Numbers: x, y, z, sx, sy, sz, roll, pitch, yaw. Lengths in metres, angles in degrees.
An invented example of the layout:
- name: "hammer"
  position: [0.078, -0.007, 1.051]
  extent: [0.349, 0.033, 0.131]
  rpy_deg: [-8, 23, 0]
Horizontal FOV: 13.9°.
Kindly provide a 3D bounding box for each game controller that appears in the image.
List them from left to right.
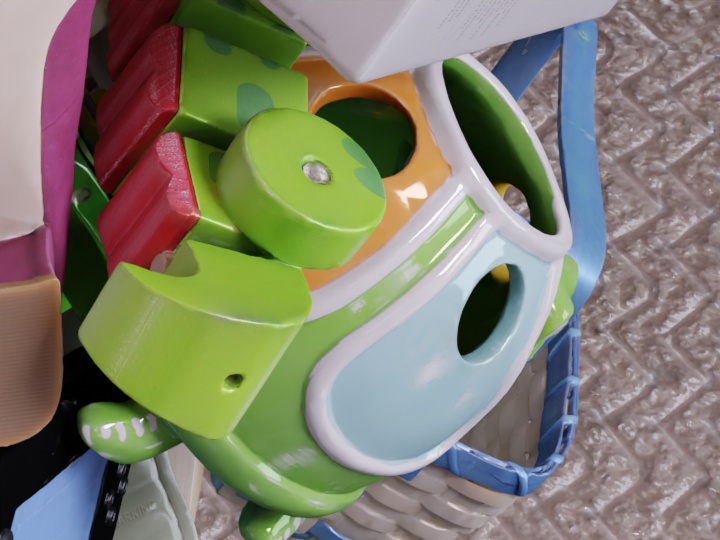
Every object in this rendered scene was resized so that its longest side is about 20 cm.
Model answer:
- name: "game controller"
  position: [-0.099, 0.084, 0.854]
  extent: [0.200, 0.042, 0.105]
  rpy_deg: [-41, 138, -76]

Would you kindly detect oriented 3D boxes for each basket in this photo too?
- name: "basket"
  position: [0.029, 0.010, 1.134]
  extent: [0.200, 0.139, 0.177]
  rpy_deg: [-47, -159, 30]

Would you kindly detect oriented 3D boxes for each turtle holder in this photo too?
- name: "turtle holder"
  position: [-0.001, 0.005, 0.886]
  extent: [0.186, 0.131, 0.141]
  rpy_deg: [47, 23, -35]

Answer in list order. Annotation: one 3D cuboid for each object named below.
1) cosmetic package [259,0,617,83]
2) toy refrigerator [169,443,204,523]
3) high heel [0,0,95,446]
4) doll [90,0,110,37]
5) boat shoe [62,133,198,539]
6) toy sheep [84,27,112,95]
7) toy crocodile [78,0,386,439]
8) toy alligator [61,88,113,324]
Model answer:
- name: "cosmetic package"
  position: [0.016, -0.111, 0.716]
  extent: [0.071, 0.101, 0.200]
  rpy_deg: [-53, 169, 20]
- name: "toy refrigerator"
  position: [-0.093, 0.047, 1.123]
  extent: [0.200, 0.075, 0.070]
  rpy_deg: [-87, -176, -70]
- name: "high heel"
  position: [-0.085, -0.067, 0.654]
  extent: [0.096, 0.067, 0.201]
  rpy_deg: [-125, -150, -61]
- name: "doll"
  position: [-0.076, -0.146, 0.844]
  extent: [0.137, 0.048, 0.201]
  rpy_deg: [-57, 164, -45]
- name: "boat shoe"
  position: [-0.098, 0.040, 0.978]
  extent: [0.060, 0.071, 0.202]
  rpy_deg: [20, -59, 49]
- name: "toy sheep"
  position: [-0.040, -0.094, 1.017]
  extent: [0.138, 0.199, 0.138]
  rpy_deg: [39, 39, -41]
- name: "toy crocodile"
  position: [-0.037, -0.036, 0.708]
  extent: [0.068, 0.062, 0.201]
  rpy_deg: [-49, -151, 35]
- name: "toy alligator"
  position: [-0.093, -0.033, 0.792]
  extent: [0.054, 0.059, 0.200]
  rpy_deg: [59, -2, -26]
